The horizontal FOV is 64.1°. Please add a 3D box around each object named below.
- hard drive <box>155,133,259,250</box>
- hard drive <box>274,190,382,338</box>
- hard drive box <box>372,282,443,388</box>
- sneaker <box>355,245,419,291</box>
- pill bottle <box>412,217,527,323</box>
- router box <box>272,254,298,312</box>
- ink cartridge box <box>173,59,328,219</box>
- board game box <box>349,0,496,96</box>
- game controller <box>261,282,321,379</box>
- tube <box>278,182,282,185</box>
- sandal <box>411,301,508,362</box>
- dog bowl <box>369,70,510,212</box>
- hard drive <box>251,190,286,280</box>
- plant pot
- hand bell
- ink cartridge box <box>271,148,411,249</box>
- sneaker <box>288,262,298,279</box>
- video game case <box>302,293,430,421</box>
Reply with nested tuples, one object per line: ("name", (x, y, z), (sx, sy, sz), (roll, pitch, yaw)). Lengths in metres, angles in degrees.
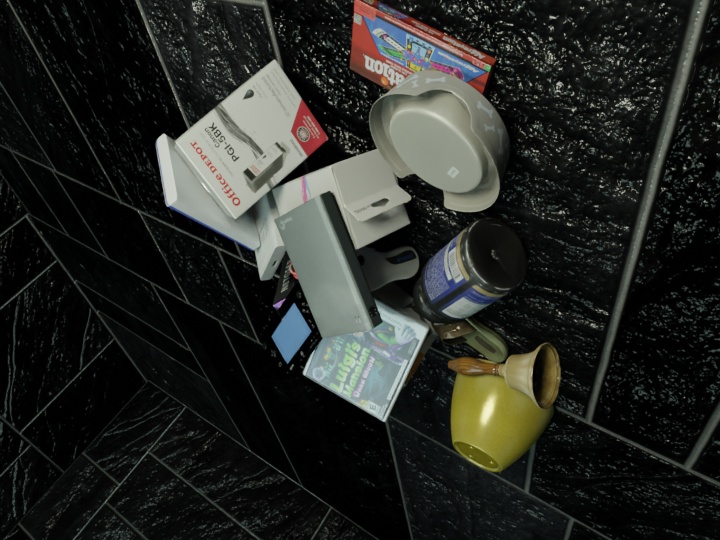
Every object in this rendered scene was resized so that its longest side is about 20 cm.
("hard drive", (-0.250, -0.124, 0.957), (0.025, 0.135, 0.199), (-29, 151, 18))
("hard drive", (-0.051, -0.004, 0.869), (0.138, 0.032, 0.206), (-16, 98, 53))
("hard drive box", (0.038, 0.110, 1.112), (0.198, 0.157, 0.077), (37, 149, 4))
("sneaker", (0.000, 0.000, 0.991), (0.110, 0.196, 0.076), (-8, 87, 49))
("pill bottle", (0.159, 0.011, 0.893), (0.111, 0.113, 0.200), (41, 150, -2))
("router box", (-0.112, 0.064, 1.197), (0.050, 0.202, 0.151), (-27, 117, 14))
("ink cartridge box", (-0.171, -0.201, 0.900), (0.148, 0.199, 0.083), (51, 170, -20))
("board game box", (0.072, -0.264, 0.737), (0.197, 0.020, 0.104), (33, 149, 15))
("game controller", (-0.122, 0.115, 1.058), (0.201, 0.041, 0.106), (-53, 55, 39))
("tube", (-0.118, -0.104, 1.134), (0.199, 0.051, 0.077), (42, 157, -10))
("sandal", (0.178, 0.110, 1.046), (0.198, 0.058, 0.080), (33, 153, 9))
("dog bowl", (0.106, -0.167, 0.747), (0.197, 0.059, 0.201), (34, 162, 12))
("hard drive", (-0.174, -0.105, 1.024), (0.132, 0.026, 0.206), (130, 129, -57))
("plant pot", (0.246, 0.287, 1.087), (0.196, 0.144, 0.202), (28, 153, 15))
("hand bell", (0.237, 0.173, 1.008), (0.196, 0.105, 0.106), (-1, 131, 47))
("ink cartridge box", (-0.025, -0.106, 0.912), (0.197, 0.127, 0.129), (-8, 105, 51))
("sneaker", (-0.093, -0.018, 1.064), (0.200, 0.084, 0.077), (-165, 67, -78))
("video game case", (0.007, 0.144, 1.030), (0.178, 0.023, 0.205), (27, 110, 9))
